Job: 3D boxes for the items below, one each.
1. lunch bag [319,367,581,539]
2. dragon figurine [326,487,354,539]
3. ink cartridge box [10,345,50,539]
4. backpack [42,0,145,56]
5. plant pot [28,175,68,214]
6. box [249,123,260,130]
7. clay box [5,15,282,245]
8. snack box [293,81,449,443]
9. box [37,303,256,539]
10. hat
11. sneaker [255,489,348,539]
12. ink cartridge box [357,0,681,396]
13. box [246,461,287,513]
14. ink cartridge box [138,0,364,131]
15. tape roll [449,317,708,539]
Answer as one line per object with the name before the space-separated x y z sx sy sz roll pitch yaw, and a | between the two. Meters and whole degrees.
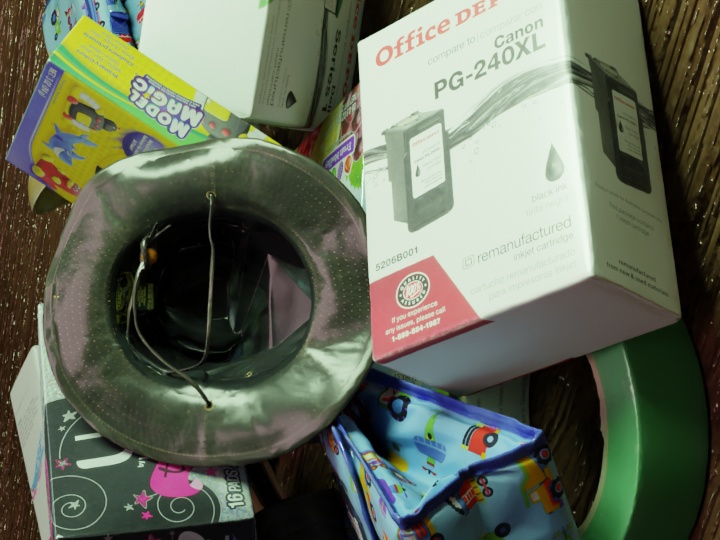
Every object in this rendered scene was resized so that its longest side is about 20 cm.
lunch bag | 0.036 0.138 0.981 0.200 0.094 0.151 30 144 60
dragon figurine | 0.004 0.143 1.127 0.099 0.059 0.200 23 153 20
ink cartridge box | -0.197 0.162 1.489 0.086 0.147 0.200 -54 47 49
backpack | -0.153 -0.207 1.398 0.200 0.134 0.183 -47 52 51
plant pot | -0.164 -0.115 1.267 0.027 0.200 0.200 48 145 1
box | -0.098 -0.010 1.314 0.048 0.122 0.200 74 175 -55
clay box | -0.107 -0.053 1.070 0.048 0.200 0.115 -59 4 -36
snack box | 0.000 0.000 1.139 0.169 0.068 0.200 141 132 -65
box | -0.132 0.123 1.070 0.200 0.115 0.132 -108 15 -48
hat | -0.074 0.020 1.011 0.081 0.200 0.201 13 -108 -75
sneaker | -0.025 0.220 1.098 0.200 0.076 0.091 77 169 -52
ink cartridge box | 0.078 -0.053 0.943 0.145 0.083 0.200 -24 58 36
box | -0.065 0.177 1.259 0.164 0.021 0.200 55 165 33
ink cartridge box | -0.064 -0.168 1.153 0.084 0.200 0.146 10 95 16
tape roll | 0.114 0.084 1.002 0.200 0.048 0.201 7 97 63
